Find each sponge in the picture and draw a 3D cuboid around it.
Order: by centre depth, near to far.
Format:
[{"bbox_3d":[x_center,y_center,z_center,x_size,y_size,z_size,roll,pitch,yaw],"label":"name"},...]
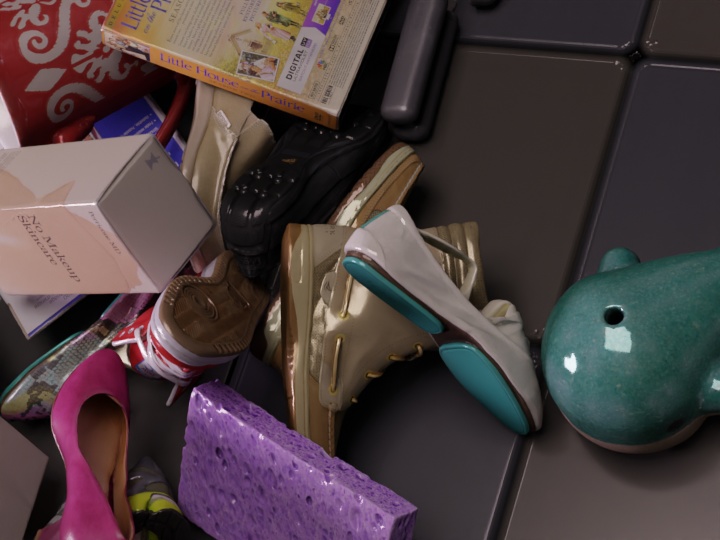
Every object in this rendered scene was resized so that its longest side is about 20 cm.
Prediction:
[{"bbox_3d":[-0.050,0.169,1.357,0.199,0.113,0.030,30,35,33],"label":"sponge"}]

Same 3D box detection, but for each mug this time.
[{"bbox_3d":[-0.209,-0.169,1.571,0.199,0.179,0.133,-28,17,-16],"label":"mug"}]

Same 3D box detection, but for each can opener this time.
[{"bbox_3d":[0.072,-0.199,1.536,0.066,0.053,0.202,4,66,26],"label":"can opener"}]

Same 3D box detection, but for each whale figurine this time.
[{"bbox_3d":[0.214,0.031,1.316,0.199,0.104,0.159,-37,54,1],"label":"whale figurine"}]

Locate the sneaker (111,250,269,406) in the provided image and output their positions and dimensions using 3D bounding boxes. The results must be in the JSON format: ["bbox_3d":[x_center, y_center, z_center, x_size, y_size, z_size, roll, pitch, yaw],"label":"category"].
[{"bbox_3d":[-0.135,0.054,1.387,0.112,0.200,0.071,-40,91,15],"label":"sneaker"}]

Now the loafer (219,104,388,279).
[{"bbox_3d":[-0.042,-0.065,1.479,0.068,0.071,0.201,15,38,27],"label":"loafer"}]

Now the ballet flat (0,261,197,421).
[{"bbox_3d":[-0.193,0.065,1.504,0.200,0.069,0.071,-42,74,-3],"label":"ballet flat"}]

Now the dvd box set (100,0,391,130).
[{"bbox_3d":[-0.084,-0.207,1.501,0.198,0.029,0.147,20,66,4],"label":"dvd box set"}]

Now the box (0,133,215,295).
[{"bbox_3d":[-0.214,-0.040,1.450,0.199,0.095,0.078,-3,41,46],"label":"box"}]

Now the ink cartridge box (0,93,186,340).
[{"bbox_3d":[-0.232,-0.058,1.597,0.197,0.047,0.200,-37,57,-2],"label":"ink cartridge box"}]

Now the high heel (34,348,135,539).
[{"bbox_3d":[-0.175,0.131,1.369,0.096,0.067,0.202,-25,45,36],"label":"high heel"}]

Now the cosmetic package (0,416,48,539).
[{"bbox_3d":[-0.306,0.196,1.400,0.107,0.090,0.201,-38,24,20],"label":"cosmetic package"}]

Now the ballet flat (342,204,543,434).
[{"bbox_3d":[0.072,0.030,1.334,0.069,0.200,0.070,-39,21,18],"label":"ballet flat"}]

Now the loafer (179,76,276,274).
[{"bbox_3d":[-0.100,-0.091,1.497,0.067,0.076,0.202,3,73,6],"label":"loafer"}]

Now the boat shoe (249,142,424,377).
[{"bbox_3d":[0.000,0.000,1.458,0.076,0.072,0.201,33,84,10],"label":"boat shoe"}]

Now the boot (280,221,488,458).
[{"bbox_3d":[0.021,0.064,1.394,0.154,0.073,0.202,-2,92,-8],"label":"boot"}]

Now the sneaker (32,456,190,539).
[{"bbox_3d":[-0.216,0.211,1.434,0.199,0.074,0.081,-28,34,10],"label":"sneaker"}]
